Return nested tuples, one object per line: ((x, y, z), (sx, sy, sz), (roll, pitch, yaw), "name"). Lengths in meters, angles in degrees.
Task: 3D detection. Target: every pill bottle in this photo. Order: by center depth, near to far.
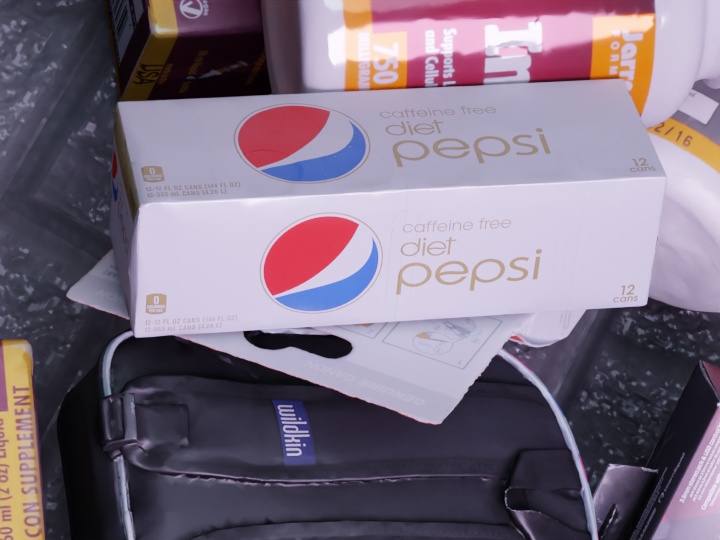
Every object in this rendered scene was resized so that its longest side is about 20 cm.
((0.066, -0.108, 1.177), (0.199, 0.113, 0.113), (-6, 74, -10), "pill bottle")
((0.169, -0.091, 1.295), (0.116, 0.116, 0.200), (35, 68, -1), "pill bottle")

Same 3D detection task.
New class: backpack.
((-0.012, 0.112, 1.160), (0.199, 0.151, 0.178), (-3, 67, -18), "backpack")

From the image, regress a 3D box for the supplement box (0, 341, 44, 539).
((-0.225, 0.094, 1.140), (0.199, 0.086, 0.111), (-3, 74, -15), "supplement box")

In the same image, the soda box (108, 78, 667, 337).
((0.009, -0.024, 1.112), (0.199, 0.064, 0.068), (-4, 38, -11), "soda box")

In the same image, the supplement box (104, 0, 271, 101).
((-0.009, -0.142, 1.282), (0.199, 0.086, 0.111), (-6, 74, -16), "supplement box")

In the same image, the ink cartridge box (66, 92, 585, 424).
((0.000, 0.000, 1.175), (0.162, 0.057, 0.200), (18, 41, 19), "ink cartridge box")

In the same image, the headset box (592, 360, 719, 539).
((0.178, 0.140, 1.209), (0.199, 0.075, 0.149), (26, 101, -5), "headset box")
